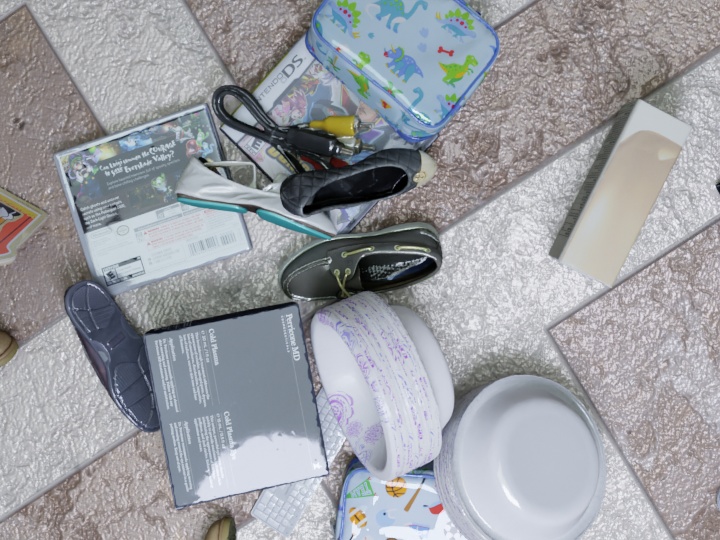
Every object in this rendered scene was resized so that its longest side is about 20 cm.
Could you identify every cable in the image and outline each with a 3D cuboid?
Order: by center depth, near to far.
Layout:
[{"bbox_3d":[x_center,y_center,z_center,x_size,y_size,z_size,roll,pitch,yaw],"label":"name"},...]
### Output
[{"bbox_3d":[-0.082,-0.153,1.355,0.197,0.050,0.099,20,112,12],"label":"cable"}]

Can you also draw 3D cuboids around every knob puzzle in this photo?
[{"bbox_3d":[-0.475,-0.067,1.315,0.217,0.220,0.031,29,122,0],"label":"knob puzzle"}]

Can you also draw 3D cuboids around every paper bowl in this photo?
[{"bbox_3d":[0.031,0.122,1.295,0.103,0.200,0.204,-21,93,-19],"label":"paper bowl"},{"bbox_3d":[0.189,0.220,1.314,0.197,0.104,0.204,5,74,-18],"label":"paper bowl"}]

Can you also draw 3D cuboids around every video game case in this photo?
[{"bbox_3d":[-0.037,-0.165,1.374,0.200,0.026,0.181,44,94,-1],"label":"video game case"},{"bbox_3d":[-0.248,-0.082,1.390,0.197,0.023,0.185,-17,94,4],"label":"video game case"}]

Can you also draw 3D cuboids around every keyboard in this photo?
[{"bbox_3d":[-0.062,0.225,1.409,0.056,0.011,0.202,30,94,0],"label":"keyboard"}]

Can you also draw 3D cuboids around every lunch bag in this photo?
[{"bbox_3d":[0.051,-0.261,1.324,0.199,0.082,0.161,39,77,-2],"label":"lunch bag"},{"bbox_3d":[0.060,0.308,1.380,0.196,0.076,0.163,7,97,1],"label":"lunch bag"}]

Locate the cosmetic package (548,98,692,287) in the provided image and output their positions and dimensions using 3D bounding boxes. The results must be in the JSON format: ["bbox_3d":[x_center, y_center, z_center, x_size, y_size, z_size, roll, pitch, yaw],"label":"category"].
[{"bbox_3d":[0.295,-0.088,1.328,0.070,0.105,0.202,26,96,0],"label":"cosmetic package"}]

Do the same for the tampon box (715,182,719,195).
[{"bbox_3d":[0.530,-0.089,1.294,0.198,0.150,0.128,-29,91,4],"label":"tampon box"}]

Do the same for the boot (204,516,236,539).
[{"bbox_3d":[-0.256,0.372,1.400,0.196,0.066,0.178,8,94,3],"label":"boot"}]

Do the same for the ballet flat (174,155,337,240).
[{"bbox_3d":[-0.117,-0.090,1.344,0.197,0.069,0.071,14,94,4],"label":"ballet flat"}]

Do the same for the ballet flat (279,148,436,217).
[{"bbox_3d":[0.002,-0.093,1.314,0.197,0.057,0.067,-15,134,-23],"label":"ballet flat"}]

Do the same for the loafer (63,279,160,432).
[{"bbox_3d":[-0.293,0.101,1.393,0.071,0.063,0.202,-33,102,-24],"label":"loafer"}]

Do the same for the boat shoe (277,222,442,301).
[{"bbox_3d":[-0.001,-0.003,1.357,0.198,0.061,0.073,-15,123,3],"label":"boat shoe"}]

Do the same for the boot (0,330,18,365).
[{"bbox_3d":[-0.511,0.038,1.338,0.172,0.066,0.202,-12,121,2],"label":"boot"}]

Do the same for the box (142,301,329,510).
[{"bbox_3d":[-0.143,0.152,1.344,0.179,0.104,0.204,-10,91,-5],"label":"box"}]

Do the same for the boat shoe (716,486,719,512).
[{"bbox_3d":[0.506,0.229,1.346,0.071,0.091,0.200,44,94,-1],"label":"boat shoe"}]
